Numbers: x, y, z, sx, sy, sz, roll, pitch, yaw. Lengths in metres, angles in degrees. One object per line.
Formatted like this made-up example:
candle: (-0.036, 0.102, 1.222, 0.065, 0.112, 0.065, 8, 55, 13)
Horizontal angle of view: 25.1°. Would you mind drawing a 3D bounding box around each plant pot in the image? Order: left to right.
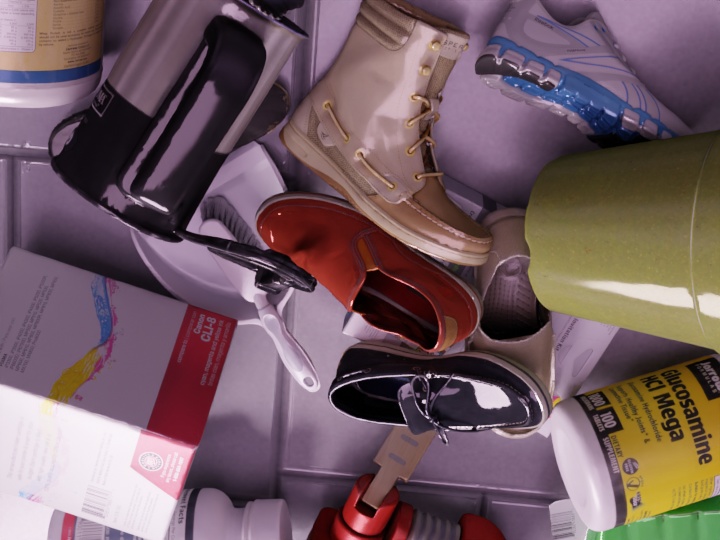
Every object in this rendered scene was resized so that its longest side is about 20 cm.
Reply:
plant pot: (0.232, -0.025, 1.208, 0.190, 0.200, 0.200, 4, 115, 32)

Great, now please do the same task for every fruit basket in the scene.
fruit basket: (0.264, 0.266, 1.421, 0.185, 0.094, 0.200, -6, 127, 6)

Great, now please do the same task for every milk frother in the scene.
milk frother: (-0.093, -0.101, 1.215, 0.200, 0.181, 0.188, 25, 103, -38)

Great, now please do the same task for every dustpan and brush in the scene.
dustpan and brush: (-0.088, 0.012, 1.340, 0.139, 0.057, 0.200, -30, 107, 14)

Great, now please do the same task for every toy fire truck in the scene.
toy fire truck: (0.056, 0.217, 1.395, 0.176, 0.129, 0.200, 20, 121, -5)

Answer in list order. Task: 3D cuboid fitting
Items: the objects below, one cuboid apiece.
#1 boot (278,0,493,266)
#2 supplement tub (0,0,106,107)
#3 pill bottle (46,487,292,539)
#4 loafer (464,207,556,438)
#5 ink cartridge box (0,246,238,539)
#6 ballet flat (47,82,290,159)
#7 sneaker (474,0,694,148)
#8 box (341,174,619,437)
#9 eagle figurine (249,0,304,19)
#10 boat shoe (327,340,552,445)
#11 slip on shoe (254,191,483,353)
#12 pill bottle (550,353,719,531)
boot: (0.049, -0.112, 1.252, 0.200, 0.073, 0.156, 39, 108, 21)
supplement tub: (-0.260, -0.235, 1.206, 0.144, 0.145, 0.200, 7, 112, 0)
pill bottle: (-0.162, 0.251, 1.408, 0.200, 0.120, 0.120, -4, 111, 5)
loafer: (0.119, 0.052, 1.296, 0.076, 0.068, 0.200, -4, 112, 5)
ink cartridge box: (-0.224, 0.101, 1.317, 0.200, 0.145, 0.145, 19, 136, -5)
ballet flat: (-0.156, -0.122, 1.304, 0.200, 0.057, 0.067, -11, 102, 1)
sneaker: (0.189, -0.152, 1.258, 0.200, 0.075, 0.087, 27, 73, -22)
box: (0.108, 0.029, 1.347, 0.200, 0.041, 0.156, 27, 111, -6)
eagle figurine: (-0.082, -0.255, 1.163, 0.152, 0.200, 0.151, -11, 107, 50)
boat shoe: (0.060, 0.101, 1.291, 0.200, 0.062, 0.075, 7, 129, 33)
slip on shoe: (0.000, 0.000, 1.264, 0.200, 0.061, 0.074, 31, 127, 14)
pill bottle: (0.267, 0.134, 1.330, 0.200, 0.112, 0.113, -17, 111, -6)
